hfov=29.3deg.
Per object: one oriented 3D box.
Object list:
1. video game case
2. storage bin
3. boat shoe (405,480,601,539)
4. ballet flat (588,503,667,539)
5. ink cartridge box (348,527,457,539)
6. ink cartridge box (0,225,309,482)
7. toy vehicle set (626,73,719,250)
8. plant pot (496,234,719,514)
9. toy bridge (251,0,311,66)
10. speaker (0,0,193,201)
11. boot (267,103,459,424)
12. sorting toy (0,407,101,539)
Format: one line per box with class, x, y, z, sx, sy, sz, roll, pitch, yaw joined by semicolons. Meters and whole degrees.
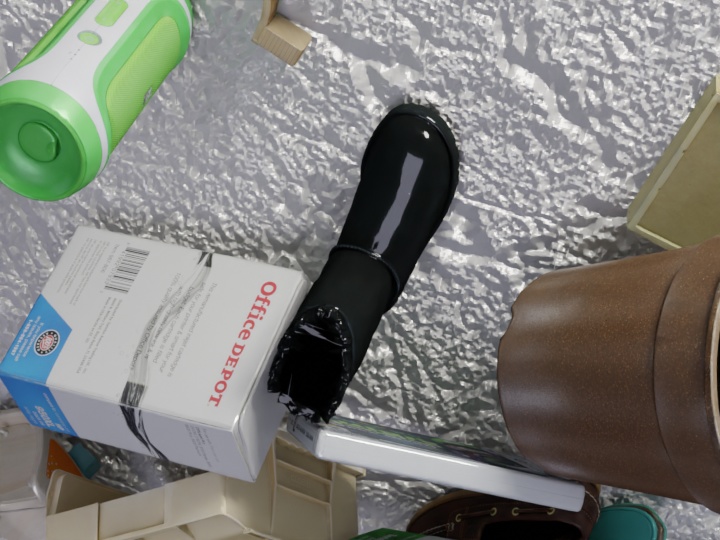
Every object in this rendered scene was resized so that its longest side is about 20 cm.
video game case;0.050;0.141;1.051;0.198;0.182;0.024;13;87;-9
storage bin;-0.128;0.207;1.153;0.199;0.095;0.198;-18;150;27
boat shoe;0.112;0.223;1.167;0.199;0.071;0.070;-30;114;33
ballet flat;0.188;0.253;1.178;0.199;0.068;0.070;-31;137;32
ink cartridge box;0.084;0.295;1.099;0.198;0.083;0.148;2;89;28
ink cartridge box;-0.149;0.061;1.053;0.198;0.145;0.085;12;146;18
toy vehicle set;0.299;-0.037;0.947;0.199;0.027;0.125;26;128;-3
plant pot;0.211;0.069;0.932;0.197;0.201;0.201;-3;128;48
toy bridge;-0.029;-0.225;0.907;0.067;0.027;0.200;32;128;-5
speaker;-0.176;-0.129;0.909;0.088;0.201;0.089;8;127;11
boot;-0.001;-0.001;0.974;0.073;0.163;0.199;25;128;7
sorting toy;-0.290;0.216;1.266;0.199;0.107;0.180;-13;132;34
